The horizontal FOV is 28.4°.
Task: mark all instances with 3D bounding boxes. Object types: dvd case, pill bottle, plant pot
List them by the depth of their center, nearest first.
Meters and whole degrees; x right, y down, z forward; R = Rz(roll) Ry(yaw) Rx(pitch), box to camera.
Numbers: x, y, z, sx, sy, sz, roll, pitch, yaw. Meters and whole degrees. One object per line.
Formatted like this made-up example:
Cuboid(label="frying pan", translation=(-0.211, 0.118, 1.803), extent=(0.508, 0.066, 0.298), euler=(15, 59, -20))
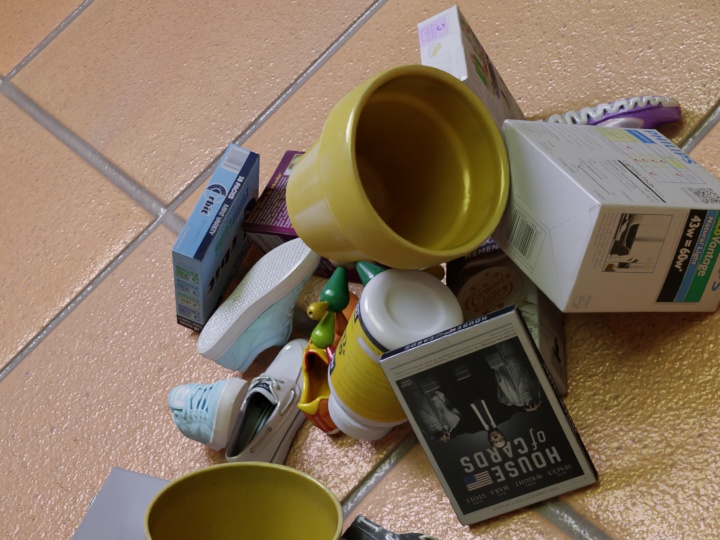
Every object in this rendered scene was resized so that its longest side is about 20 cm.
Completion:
Cuboid(label="dvd case", translation=(0.127, 0.146, 1.407), extent=(0.150, 0.201, 0.025), euler=(-22, 15, 19))
Cuboid(label="plant pot", translation=(-0.118, 0.309, 1.448), extent=(0.199, 0.143, 0.200), euler=(1, 26, -1))
Cuboid(label="plant pot", translation=(0.023, -0.090, 1.484), extent=(0.189, 0.201, 0.201), euler=(-22, 36, 56))
Cuboid(label="pill bottle", translation=(0.029, 0.097, 1.516), extent=(0.112, 0.200, 0.112), euler=(10, 50, -12))

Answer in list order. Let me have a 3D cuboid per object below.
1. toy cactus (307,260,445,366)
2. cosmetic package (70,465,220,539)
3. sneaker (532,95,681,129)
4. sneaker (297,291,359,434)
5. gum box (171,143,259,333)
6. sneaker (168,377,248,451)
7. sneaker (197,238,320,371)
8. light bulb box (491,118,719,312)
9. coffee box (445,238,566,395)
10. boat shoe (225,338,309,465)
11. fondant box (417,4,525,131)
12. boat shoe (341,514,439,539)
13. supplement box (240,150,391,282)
Cuboid(label="toy cactus", translation=(0.000, 0.000, 1.618), extent=(0.200, 0.102, 0.165), euler=(-48, 62, 7))
Cuboid(label="cosmetic package", translation=(-0.219, 0.299, 1.602), extent=(0.200, 0.090, 0.107), euler=(6, 57, 43))
Cuboid(label="sneaker", translation=(0.281, -0.150, 1.664), extent=(0.199, 0.089, 0.080), euler=(-15, 1, 0))
Cuboid(label="sneaker", translation=(-0.030, 0.094, 1.658), extent=(0.073, 0.077, 0.201), euler=(-19, 42, 23))
Cuboid(label="gum box", translation=(-0.183, -0.037, 1.809), extent=(0.044, 0.200, 0.170), euler=(21, 62, 7))
Cuboid(label="sneaker", translation=(-0.182, 0.160, 1.622), extent=(0.200, 0.082, 0.074), euler=(125, 165, -66))
Cuboid(label="sneaker", translation=(-0.107, 0.044, 1.731), extent=(0.200, 0.082, 0.074), euler=(-43, 34, 19))
Cuboid(label="light bulb box", translation=(0.260, -0.058, 1.472), extent=(0.198, 0.199, 0.125), euler=(53, 134, 50))
Cuboid(label="coffee box", translation=(0.156, 0.050, 1.557), extent=(0.114, 0.080, 0.201), euler=(-18, 44, 22))
Cuboid(label="boat shoe", translation=(-0.100, 0.154, 1.660), extent=(0.073, 0.067, 0.201), euler=(-8, 49, 31))
Cuboid(label="fondant box", translation=(0.141, -0.197, 1.706), extent=(0.058, 0.200, 0.145), euler=(-22, 42, 18))
Cuboid(label="boat shoe", translation=(0.051, 0.291, 1.418), extent=(0.200, 0.071, 0.064), euler=(14, 63, 45))
Cuboid(label="supplement box", translation=(-0.029, -0.067, 1.785), extent=(0.199, 0.103, 0.131), euler=(9, 61, 41))
